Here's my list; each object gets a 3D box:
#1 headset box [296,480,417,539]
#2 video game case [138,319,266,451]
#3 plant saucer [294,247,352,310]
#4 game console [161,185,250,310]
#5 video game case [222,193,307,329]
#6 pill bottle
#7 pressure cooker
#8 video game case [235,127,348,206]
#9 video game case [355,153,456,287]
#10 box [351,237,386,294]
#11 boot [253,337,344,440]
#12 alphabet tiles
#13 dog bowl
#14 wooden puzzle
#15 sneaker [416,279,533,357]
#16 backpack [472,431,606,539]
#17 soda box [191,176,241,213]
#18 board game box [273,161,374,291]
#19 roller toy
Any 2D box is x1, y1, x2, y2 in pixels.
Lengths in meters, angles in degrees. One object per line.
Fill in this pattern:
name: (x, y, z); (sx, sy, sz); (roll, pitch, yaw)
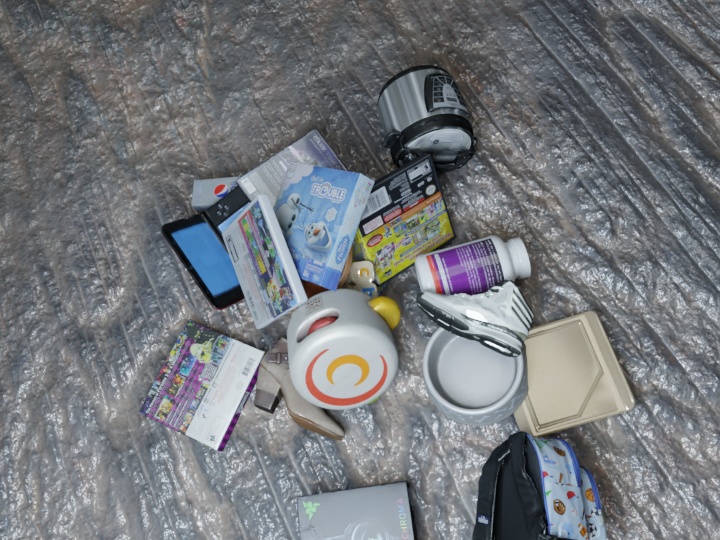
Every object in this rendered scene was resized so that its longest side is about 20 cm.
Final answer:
headset box: (-0.006, 0.449, 0.983); (0.199, 0.093, 0.175); (-9, 67, 6)
video game case: (-0.300, 0.217, 1.152); (0.180, 0.036, 0.201); (19, 72, 15)
plant saucer: (-0.101, -0.023, 1.126); (0.199, 0.032, 0.202); (-7, 75, 28)
game console: (-0.252, -0.052, 1.176); (0.172, 0.119, 0.200); (-36, 86, 6)
video game case: (-0.177, -0.011, 1.079); (0.023, 0.182, 0.201); (-16, 81, -37)
pill bottle: (0.208, 0.002, 1.118); (0.199, 0.113, 0.113); (-15, 67, 3)
pressure cooker: (0.137, -0.286, 1.213); (0.175, 0.179, 0.201); (-20, 65, 15)
video game case: (-0.129, -0.179, 1.213); (0.200, 0.019, 0.143); (-36, 84, -12)
video game case: (0.078, -0.095, 1.132); (0.199, 0.181, 0.025); (-32, 26, -21)
box: (0.000, 0.000, 1.187); (0.117, 0.048, 0.200); (34, 75, 19)
boot: (-0.099, 0.211, 1.112); (0.199, 0.070, 0.147); (22, 62, 5)
alphabet tiles: (-0.053, 0.050, 1.139); (0.195, 0.015, 0.201); (-8, 90, 29)
dog bowl: (0.201, 0.170, 1.064); (0.199, 0.059, 0.201); (-6, 68, 16)
wooden puzzle: (0.354, 0.185, 1.067); (0.199, 0.037, 0.186); (-19, 66, 7)
sneaker: (0.204, 0.059, 1.042); (0.200, 0.076, 0.116); (25, 71, 17)
backpack: (0.278, 0.354, 0.932); (0.153, 0.200, 0.191); (9, 58, -21)
soda box: (-0.252, -0.158, 1.277); (0.199, 0.068, 0.064); (-4, 70, 8)
board game box: (-0.087, -0.085, 1.067); (0.199, 0.043, 0.200); (17, 86, 45)
roller toy: (-0.033, 0.129, 1.029); (0.181, 0.201, 0.140); (9, 31, -16)
